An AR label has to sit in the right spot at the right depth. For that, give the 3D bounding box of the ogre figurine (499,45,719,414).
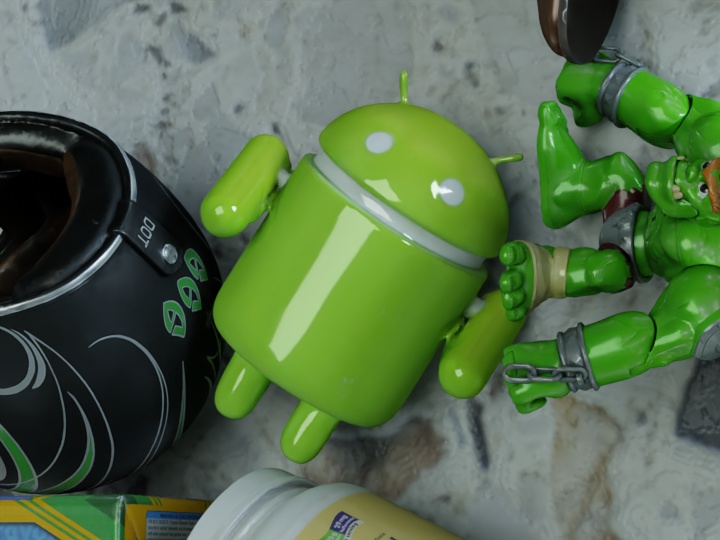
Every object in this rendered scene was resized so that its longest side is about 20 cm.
[{"bbox_3d":[0.141,-0.024,1.204,0.119,0.201,0.099,1,129,19],"label":"ogre figurine"}]

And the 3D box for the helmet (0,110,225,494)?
[{"bbox_3d":[-0.171,0.029,1.322,0.198,0.191,0.201,-8,48,9],"label":"helmet"}]

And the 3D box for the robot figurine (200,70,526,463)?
[{"bbox_3d":[0.000,0.000,1.269,0.175,0.116,0.201,34,100,2],"label":"robot figurine"}]

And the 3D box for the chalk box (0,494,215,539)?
[{"bbox_3d":[-0.181,0.188,1.346,0.198,0.125,0.125,-2,83,28],"label":"chalk box"}]

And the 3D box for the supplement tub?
[{"bbox_3d":[0.011,0.195,1.223,0.199,0.145,0.146,24,96,29],"label":"supplement tub"}]

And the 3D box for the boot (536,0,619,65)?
[{"bbox_3d":[0.040,-0.184,1.293,0.198,0.064,0.188,-6,64,26],"label":"boot"}]
